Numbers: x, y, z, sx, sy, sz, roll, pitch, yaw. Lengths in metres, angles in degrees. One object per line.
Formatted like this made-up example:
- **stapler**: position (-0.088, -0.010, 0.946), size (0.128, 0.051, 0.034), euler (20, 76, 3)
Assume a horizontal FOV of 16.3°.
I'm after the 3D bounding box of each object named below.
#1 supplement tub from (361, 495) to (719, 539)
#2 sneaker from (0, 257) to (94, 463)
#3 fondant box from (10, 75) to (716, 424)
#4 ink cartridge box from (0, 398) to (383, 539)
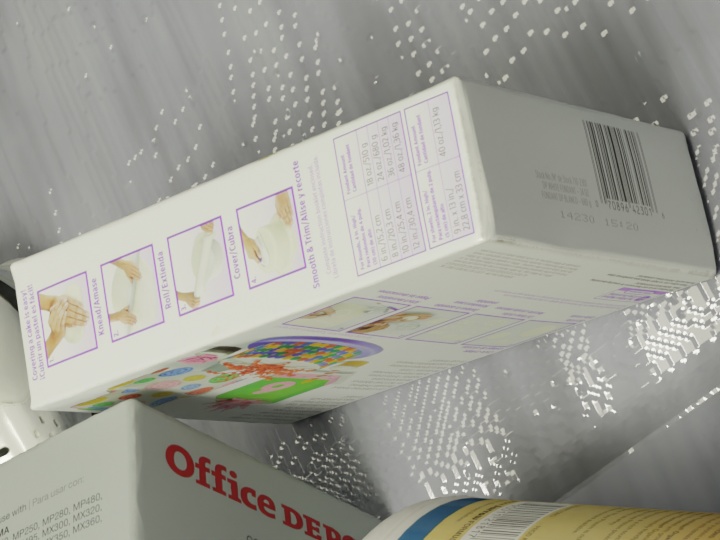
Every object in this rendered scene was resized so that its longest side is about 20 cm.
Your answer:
- **supplement tub**: position (0.095, 0.147, 0.786), size (0.200, 0.145, 0.145), euler (0, 85, 38)
- **sneaker**: position (-0.135, 0.085, 1.011), size (0.074, 0.080, 0.200), euler (-38, 65, 26)
- **fondant box**: position (0.000, 0.000, 0.874), size (0.200, 0.144, 0.058), euler (-22, 72, 33)
- **ink cartridge box**: position (-0.055, 0.164, 0.864), size (0.083, 0.146, 0.200), euler (-28, 50, 31)
